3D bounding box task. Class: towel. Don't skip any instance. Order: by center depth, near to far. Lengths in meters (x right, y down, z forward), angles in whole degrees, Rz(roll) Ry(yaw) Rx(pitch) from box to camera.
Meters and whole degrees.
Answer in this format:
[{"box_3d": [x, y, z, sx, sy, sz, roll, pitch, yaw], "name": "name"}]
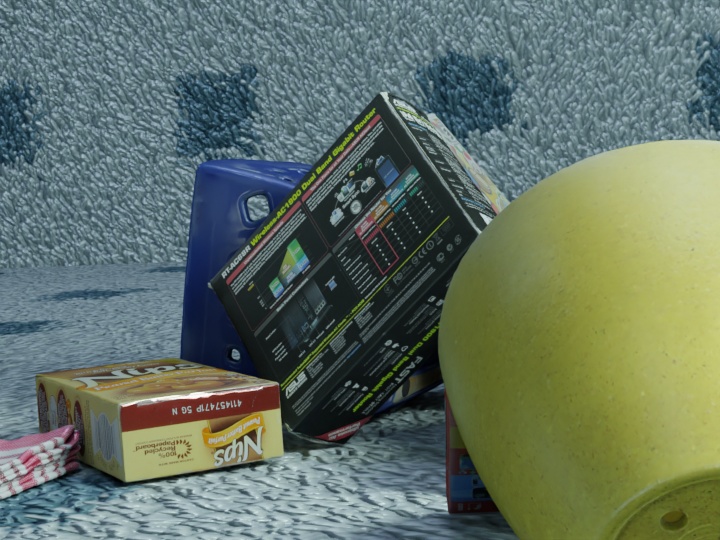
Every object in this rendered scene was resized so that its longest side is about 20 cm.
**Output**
[{"box_3d": [-0.288, 0.130, 1.011, 0.145, 0.030, 0.200, -2, 5, 22], "name": "towel"}]

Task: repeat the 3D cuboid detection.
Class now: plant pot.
[{"box_3d": [0.135, 0.069, 0.643, 0.198, 0.201, 0.142, -3, 35, 1], "name": "plant pot"}, {"box_3d": [-0.021, 0.016, 1.278, 0.179, 0.202, 0.200, 7, 7, 21], "name": "plant pot"}]

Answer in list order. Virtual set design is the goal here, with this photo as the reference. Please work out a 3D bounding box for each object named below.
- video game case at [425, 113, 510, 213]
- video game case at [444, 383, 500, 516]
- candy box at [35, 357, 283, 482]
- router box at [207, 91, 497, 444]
[{"box_3d": [0.082, -0.044, 1.241, 0.023, 0.182, 0.200, -41, -5, 20], "name": "video game case"}, {"box_3d": [0.113, 0.076, 0.793, 0.142, 0.018, 0.200, -3, -31, 2], "name": "video game case"}, {"box_3d": [-0.146, 0.101, 1.114, 0.115, 0.056, 0.200, -5, 5, -27], "name": "candy box"}, {"box_3d": [0.000, 0.000, 1.101, 0.200, 0.150, 0.062, -46, -38, 19], "name": "router box"}]
